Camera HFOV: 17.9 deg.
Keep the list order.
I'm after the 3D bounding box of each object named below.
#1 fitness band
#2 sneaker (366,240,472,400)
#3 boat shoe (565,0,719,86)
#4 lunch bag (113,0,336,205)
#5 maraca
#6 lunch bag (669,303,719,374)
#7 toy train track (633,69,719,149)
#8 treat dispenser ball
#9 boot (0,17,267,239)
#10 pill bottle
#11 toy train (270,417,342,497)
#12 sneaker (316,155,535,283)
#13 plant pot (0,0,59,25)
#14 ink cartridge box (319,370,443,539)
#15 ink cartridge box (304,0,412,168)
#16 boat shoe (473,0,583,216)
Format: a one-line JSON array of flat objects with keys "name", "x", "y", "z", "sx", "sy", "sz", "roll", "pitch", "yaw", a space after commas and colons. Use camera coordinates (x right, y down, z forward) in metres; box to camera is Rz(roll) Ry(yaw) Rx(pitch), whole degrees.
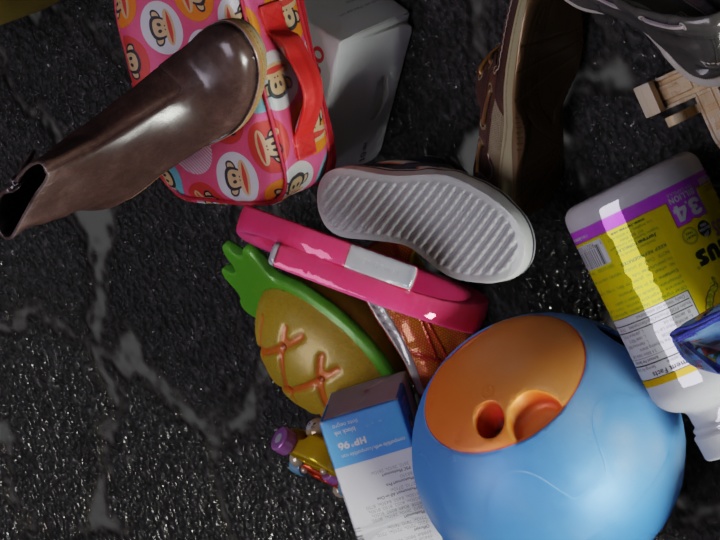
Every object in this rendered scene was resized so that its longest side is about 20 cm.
[{"name": "fitness band", "x": 0.000, "y": 0.000, "z": 1.706, "sx": 0.199, "sy": 0.144, "sz": 0.038, "roll": 21, "pitch": 91, "yaw": 11}, {"name": "sneaker", "x": 0.069, "y": 0.060, "z": 1.807, "sx": 0.077, "sy": 0.073, "sz": 0.200, "roll": -28, "pitch": 105, "yaw": 10}, {"name": "boat shoe", "x": 0.186, "y": -0.194, "z": 1.521, "sx": 0.200, "sy": 0.067, "sz": 0.057, "roll": 42, "pitch": 161, "yaw": 40}, {"name": "lunch bag", "x": -0.096, "y": -0.150, "z": 1.737, "sx": 0.176, "sy": 0.082, "sz": 0.201, "roll": 5, "pitch": 114, "yaw": 45}, {"name": "maraca", "x": -0.040, "y": 0.050, "z": 1.885, "sx": 0.200, "sy": 0.107, "sz": 0.137, "roll": 40, "pitch": 154, "yaw": 14}, {"name": "lunch bag", "x": 0.308, "y": 0.023, "z": 1.455, "sx": 0.200, "sy": 0.150, "sz": 0.094, "roll": -12, "pitch": 100, "yaw": 50}, {"name": "toy train track", "x": 0.251, "y": -0.140, "z": 1.526, "sx": 0.200, "sy": 0.032, "sz": 0.115, "roll": -23, "pitch": 92, "yaw": 50}, {"name": "treat dispenser ball", "x": 0.136, "y": 0.131, "z": 1.665, "sx": 0.200, "sy": 0.201, "sz": 0.202, "roll": 25, "pitch": 127, "yaw": 38}, {"name": "boot", "x": -0.166, "y": -0.097, "z": 1.656, "sx": 0.072, "sy": 0.166, "sz": 0.200, "roll": 53, "pitch": 135, "yaw": 6}, {"name": "pill bottle", "x": 0.228, "y": 0.027, "z": 1.584, "sx": 0.104, "sy": 0.104, "sz": 0.201, "roll": -26, "pitch": 90, "yaw": 51}, {"name": "toy train", "x": 0.008, "y": 0.168, "z": 1.930, "sx": 0.200, "sy": 0.056, "sz": 0.150, "roll": 21, "pitch": 168, "yaw": 37}, {"name": "sneaker", "x": 0.065, "y": -0.044, "z": 1.700, "sx": 0.200, "sy": 0.079, "sz": 0.079, "roll": 19, "pitch": 110, "yaw": 40}, {"name": "plant pot", "x": -0.364, "y": -0.294, "z": 2.019, "sx": 0.196, "sy": 0.194, "sz": 0.200, "roll": 59, "pitch": 147, "yaw": 6}, {"name": "ink cartridge box", "x": 0.032, "y": 0.191, "z": 1.779, "sx": 0.068, "sy": 0.116, "sz": 0.201, "roll": -17, "pitch": 97, "yaw": 7}, {"name": "ink cartridge box", "x": -0.066, "y": -0.184, "z": 1.818, "sx": 0.200, "sy": 0.085, "sz": 0.145, "roll": 37, "pitch": 134, "yaw": 27}, {"name": "boat shoe", "x": 0.111, "y": -0.135, "z": 1.659, "sx": 0.072, "sy": 0.072, "sz": 0.201, "roll": 34, "pitch": 140, "yaw": 34}]
